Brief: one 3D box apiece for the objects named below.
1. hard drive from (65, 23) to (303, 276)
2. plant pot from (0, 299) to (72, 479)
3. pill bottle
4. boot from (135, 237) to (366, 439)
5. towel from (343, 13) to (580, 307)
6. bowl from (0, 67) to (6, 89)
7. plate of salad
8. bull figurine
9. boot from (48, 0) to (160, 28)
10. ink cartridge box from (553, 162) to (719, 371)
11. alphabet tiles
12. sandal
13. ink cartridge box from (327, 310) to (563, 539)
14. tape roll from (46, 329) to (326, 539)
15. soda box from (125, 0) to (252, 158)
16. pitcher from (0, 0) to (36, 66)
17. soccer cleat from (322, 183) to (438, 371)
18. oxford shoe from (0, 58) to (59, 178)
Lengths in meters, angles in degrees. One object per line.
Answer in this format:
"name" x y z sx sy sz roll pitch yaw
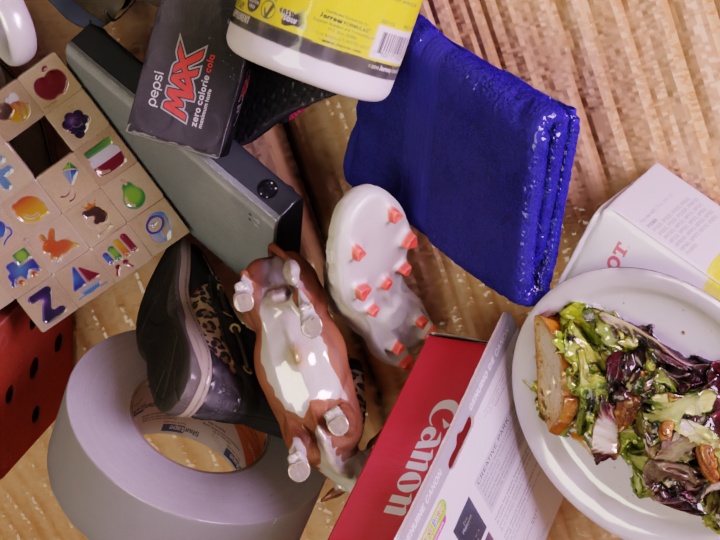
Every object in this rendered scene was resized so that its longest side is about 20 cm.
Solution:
"hard drive" -0.125 -0.075 1.629 0.200 0.033 0.140 40 160 14
"plant pot" -0.329 0.056 1.782 0.175 0.200 0.202 11 120 16
"pill bottle" -0.003 -0.217 1.438 0.112 0.112 0.202 23 99 23
"boot" -0.079 0.059 1.660 0.150 0.200 0.074 21 111 -21
"towel" 0.065 -0.082 1.494 0.200 0.049 0.149 39 136 42
"bowl" -0.348 -0.112 1.708 0.199 0.074 0.201 37 106 35
"plate of salad" 0.178 0.094 1.433 0.199 0.048 0.202 16 121 28
"bull figurine" -0.033 0.079 1.539 0.065 0.121 0.201 -22 92 3
"boot" -0.158 -0.206 1.618 0.199 0.075 0.097 36 144 17
"ink cartridge box" 0.222 0.050 1.466 0.199 0.083 0.146 36 129 13
"alphabet tiles" -0.249 -0.035 1.640 0.199 0.008 0.168 -34 114 6
"sandal" -0.060 -0.133 1.586 0.199 0.045 0.076 -14 98 44
"ink cartridge box" 0.054 0.148 1.518 0.083 0.201 0.176 7 143 31
"tape roll" -0.124 0.132 1.665 0.200 0.200 0.066 35 128 15
"soda box" -0.095 -0.179 1.517 0.070 0.063 0.202 15 95 1
"pitcher" -0.292 -0.237 1.620 0.200 0.121 0.173 27 135 55
"soccer cleat" 0.000 0.000 1.556 0.077 0.069 0.200 37 163 28
"oxford shoe" -0.272 -0.089 1.730 0.070 0.075 0.201 -38 80 42
